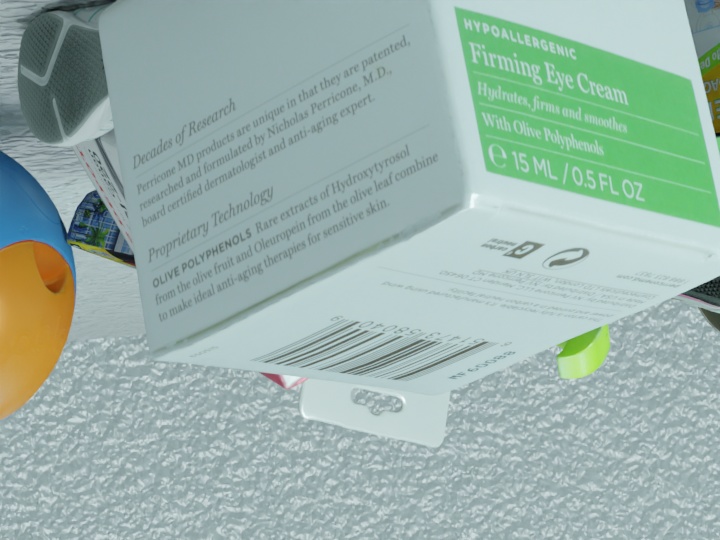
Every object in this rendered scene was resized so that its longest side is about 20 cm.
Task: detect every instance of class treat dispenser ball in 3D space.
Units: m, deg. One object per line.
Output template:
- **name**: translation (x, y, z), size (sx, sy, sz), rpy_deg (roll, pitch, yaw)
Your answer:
- **treat dispenser ball**: translation (-0.281, 0.010, 1.597), size (0.200, 0.202, 0.201), rpy_deg (-6, 174, -1)

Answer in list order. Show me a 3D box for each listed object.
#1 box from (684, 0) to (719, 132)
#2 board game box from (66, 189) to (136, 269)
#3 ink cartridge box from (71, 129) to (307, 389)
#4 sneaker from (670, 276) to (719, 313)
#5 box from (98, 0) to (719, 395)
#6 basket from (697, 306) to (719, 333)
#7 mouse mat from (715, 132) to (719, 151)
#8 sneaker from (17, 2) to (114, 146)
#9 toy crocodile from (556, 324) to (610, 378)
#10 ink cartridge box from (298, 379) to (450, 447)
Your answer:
- **box**: translation (0.227, -0.116, 1.362), size (0.112, 0.102, 0.200), rpy_deg (-2, 173, -40)
- **board game box**: translation (-0.053, -0.009, 1.628), size (0.199, 0.062, 0.200), rpy_deg (12, 175, 25)
- **ink cartridge box**: translation (-0.073, -0.034, 1.346), size (0.085, 0.146, 0.200), rpy_deg (-33, -160, -12)
- **sneaker**: translation (0.157, -0.014, 1.388), size (0.086, 0.081, 0.200), rpy_deg (1, 176, -29)
- **box**: translation (0.026, -0.059, 1.120), size (0.200, 0.172, 0.198), rpy_deg (-26, 156, 37)
- **basket**: translation (0.255, -0.040, 1.548), size (0.179, 0.137, 0.200), rpy_deg (19, -156, -1)
- **mouse mat**: translation (0.252, -0.069, 1.300), size (0.160, 0.008, 0.200), rpy_deg (-8, 174, 22)
- **sneaker**: translation (-0.106, -0.107, 1.274), size (0.080, 0.071, 0.200), rpy_deg (-5, 174, -39)
- **toy crocodile**: translation (0.054, -0.007, 1.395), size (0.199, 0.062, 0.068), rpy_deg (30, 154, 13)
- **ink cartridge box**: translation (0.000, 0.000, 1.496), size (0.116, 0.201, 0.067), rpy_deg (15, 165, -35)
